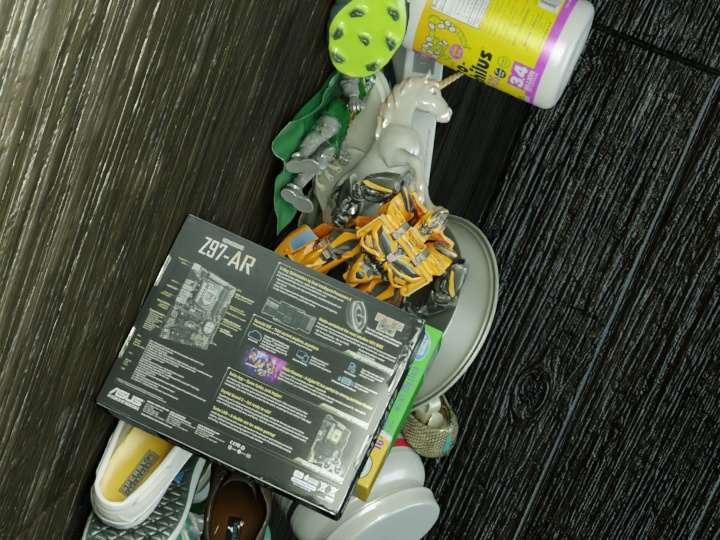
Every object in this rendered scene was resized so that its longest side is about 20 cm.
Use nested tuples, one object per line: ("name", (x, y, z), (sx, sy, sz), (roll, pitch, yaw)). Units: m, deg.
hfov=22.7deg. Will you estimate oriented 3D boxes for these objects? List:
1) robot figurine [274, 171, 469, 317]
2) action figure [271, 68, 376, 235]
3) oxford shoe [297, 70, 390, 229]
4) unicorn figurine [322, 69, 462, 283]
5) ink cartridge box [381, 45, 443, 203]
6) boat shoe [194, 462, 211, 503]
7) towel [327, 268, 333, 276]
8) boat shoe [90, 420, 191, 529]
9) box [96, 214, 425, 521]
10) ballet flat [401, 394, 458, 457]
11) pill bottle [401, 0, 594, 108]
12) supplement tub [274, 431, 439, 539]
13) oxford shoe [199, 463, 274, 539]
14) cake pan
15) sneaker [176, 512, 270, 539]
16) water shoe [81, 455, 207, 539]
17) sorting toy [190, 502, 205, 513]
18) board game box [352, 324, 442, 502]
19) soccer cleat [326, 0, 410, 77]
("robot figurine", (0.000, 0.000, 1.561), (0.200, 0.145, 0.058), (-31, -169, 41))
("action figure", (-0.027, -0.130, 1.608), (0.200, 0.054, 0.119), (-63, 170, -50))
("oxford shoe", (-0.015, -0.102, 1.734), (0.075, 0.057, 0.201), (-120, -140, -48))
("unicorn figurine", (0.031, -0.088, 1.618), (0.200, 0.138, 0.074), (-37, 145, 19))
("ink cartridge box", (0.032, -0.148, 1.786), (0.173, 0.043, 0.201), (-174, -89, -73))
("boat shoe", (-0.114, 0.122, 1.651), (0.200, 0.075, 0.068), (-54, 155, -9))
("towel", (-0.062, 0.028, 1.772), (0.112, 0.049, 0.200), (-50, 172, 8))
("boat shoe", (-0.151, 0.109, 1.422), (0.200, 0.071, 0.070), (-56, 172, -19))
("box", (-0.073, 0.071, 1.338), (0.044, 0.199, 0.161), (84, 30, -75))
("ballet flat", (0.036, 0.081, 1.693), (0.068, 0.200, 0.075), (-21, 156, -23))
("pill bottle", (0.101, -0.229, 1.609), (0.104, 0.199, 0.105), (24, 90, -82))
("supplement tub", (-0.026, 0.176, 1.715), (0.140, 0.200, 0.141), (-26, 154, -14))
("oxford shoe", (-0.097, 0.168, 1.558), (0.084, 0.072, 0.201), (115, -21, -73))
("cake pan", (0.035, 0.033, 1.634), (0.037, 0.200, 0.201), (32, 80, -42))
("sneaker", (-0.169, 0.254, 1.615), (0.091, 0.078, 0.200), (-25, 162, 32))
("water shoe", (-0.171, 0.193, 1.508), (0.200, 0.071, 0.079), (-60, 172, -38))
("sorting toy", (-0.152, 0.246, 1.797), (0.199, 0.069, 0.201), (-44, 156, -70))
("board game box", (-0.052, 0.081, 1.502), (0.040, 0.199, 0.154), (94, 21, -67))
("soccer cleat", (0.017, -0.250, 1.504), (0.081, 0.067, 0.201), (-76, -179, -46))
